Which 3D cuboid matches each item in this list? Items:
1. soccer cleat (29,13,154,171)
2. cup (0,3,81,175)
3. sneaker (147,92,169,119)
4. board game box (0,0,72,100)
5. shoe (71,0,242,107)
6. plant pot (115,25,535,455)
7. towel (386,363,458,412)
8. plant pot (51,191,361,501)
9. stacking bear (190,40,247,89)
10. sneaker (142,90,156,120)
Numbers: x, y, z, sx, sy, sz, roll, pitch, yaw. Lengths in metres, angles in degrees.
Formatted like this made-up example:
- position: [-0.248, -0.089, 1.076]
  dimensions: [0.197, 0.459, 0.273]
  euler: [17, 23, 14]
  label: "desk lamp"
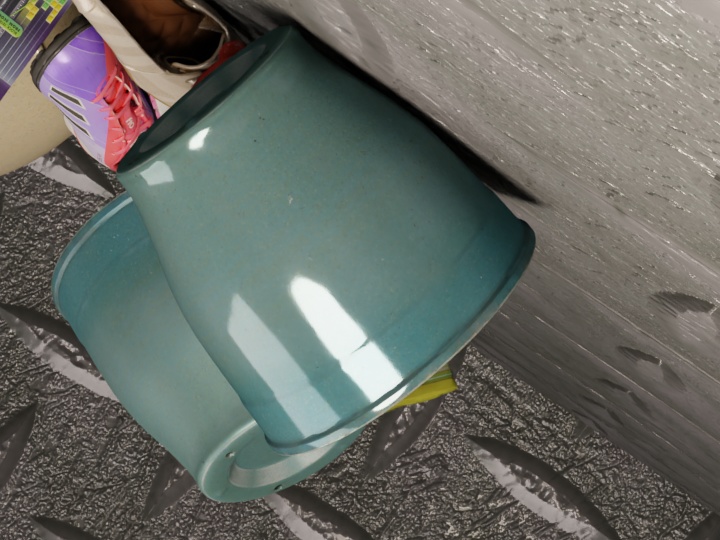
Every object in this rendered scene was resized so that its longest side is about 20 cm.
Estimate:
- position: [-0.171, -0.115, 1.486]
  dimensions: [0.073, 0.068, 0.200]
  euler: [48, 172, 10]
  label: "soccer cleat"
- position: [-0.250, -0.172, 1.609]
  dimensions: [0.143, 0.201, 0.200]
  euler: [-6, 149, 40]
  label: "cup"
- position: [-0.108, -0.135, 1.534]
  dimensions: [0.200, 0.086, 0.081]
  euler: [74, 172, -57]
  label: "sneaker"
- position: [-0.273, -0.192, 1.467]
  dimensions: [0.057, 0.166, 0.200]
  euler: [37, 177, -41]
  label: "board game box"
- position: [-0.125, -0.149, 1.407]
  dimensions: [0.053, 0.070, 0.200]
  euler: [42, -179, 41]
  label: "shoe"
- position: [-0.034, -0.030, 1.266]
  dimensions: [0.188, 0.200, 0.200]
  euler: [50, 174, -13]
  label: "plant pot"
- position: [0.000, 0.000, 1.511]
  dimensions: [0.086, 0.018, 0.201]
  euler: [-10, -107, -42]
  label: "towel"
- position: [-0.090, 0.050, 1.553]
  dimensions: [0.188, 0.200, 0.200]
  euler: [59, -171, 26]
  label: "plant pot"
- position: [-0.029, -0.061, 1.413]
  dimensions: [0.200, 0.122, 0.114]
  euler: [38, 167, -15]
  label: "stacking bear"
- position: [-0.129, -0.108, 1.694]
  dimensions: [0.078, 0.080, 0.200]
  euler: [2, -139, -32]
  label: "sneaker"
